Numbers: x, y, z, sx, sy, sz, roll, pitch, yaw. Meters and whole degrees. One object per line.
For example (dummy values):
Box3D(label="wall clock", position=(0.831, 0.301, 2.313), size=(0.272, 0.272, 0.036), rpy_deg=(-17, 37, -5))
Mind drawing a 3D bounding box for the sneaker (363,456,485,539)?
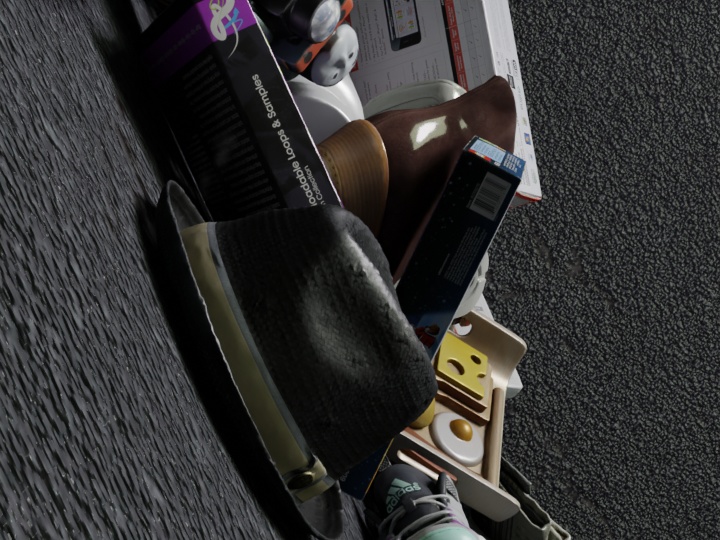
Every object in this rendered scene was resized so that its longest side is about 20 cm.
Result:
Box3D(label="sneaker", position=(0.034, 0.164, 0.998), size=(0.201, 0.077, 0.141), rpy_deg=(80, -13, -61))

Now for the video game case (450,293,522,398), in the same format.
Box3D(label="video game case", position=(0.030, 0.033, 1.261), size=(0.198, 0.018, 0.144), rpy_deg=(9, 46, -37))

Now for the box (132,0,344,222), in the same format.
Box3D(label="box", position=(-0.061, -0.059, 0.894), size=(0.202, 0.036, 0.143), rpy_deg=(67, -20, -5))

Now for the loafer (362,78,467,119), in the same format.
Box3D(label="loafer", position=(0.002, -0.071, 1.152), size=(0.070, 0.199, 0.070), rpy_deg=(30, 42, -35))

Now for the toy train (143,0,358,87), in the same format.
Box3D(label="toy train", position=(-0.085, -0.184, 0.977), size=(0.199, 0.086, 0.114), rpy_deg=(32, -10, 25))

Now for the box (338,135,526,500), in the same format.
Box3D(label="box", position=(0.035, 0.022, 0.915), size=(0.037, 0.202, 0.137), rpy_deg=(26, 10, 2))

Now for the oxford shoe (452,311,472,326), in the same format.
Box3D(label="oxford shoe", position=(0.032, -0.037, 1.283), size=(0.071, 0.072, 0.202), rpy_deg=(95, -28, -69))

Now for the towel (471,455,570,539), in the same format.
Box3D(label="towel", position=(0.096, 0.194, 1.279), size=(0.193, 0.034, 0.201), rpy_deg=(48, -25, 34))

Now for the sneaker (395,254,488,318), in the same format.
Box3D(label="sneaker", position=(0.000, 0.000, 1.127), size=(0.199, 0.077, 0.080), rpy_deg=(2, 24, -43))

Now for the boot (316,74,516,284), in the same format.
Box3D(label="boot", position=(0.031, -0.016, 1.008), size=(0.072, 0.165, 0.202), rpy_deg=(44, -33, 41))

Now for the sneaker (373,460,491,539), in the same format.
Box3D(label="sneaker", position=(0.049, 0.187, 1.224), size=(0.086, 0.077, 0.202), rpy_deg=(27, -38, 65))

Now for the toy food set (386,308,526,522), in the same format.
Box3D(label="toy food set", position=(0.060, 0.081, 1.157), size=(0.143, 0.061, 0.201), rpy_deg=(31, 32, -11))

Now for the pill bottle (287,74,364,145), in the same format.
Box3D(label="pill bottle", position=(-0.058, -0.109, 1.081), size=(0.200, 0.112, 0.114), rpy_deg=(-109, 173, -64))

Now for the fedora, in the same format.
Box3D(label="fedora", position=(-0.021, 0.030, 0.759), size=(0.201, 0.091, 0.202), rpy_deg=(-25, 90, -88))

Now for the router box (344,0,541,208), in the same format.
Box3D(label="router box", position=(0.036, -0.133, 1.212), size=(0.049, 0.178, 0.203), rpy_deg=(7, 72, -59))
